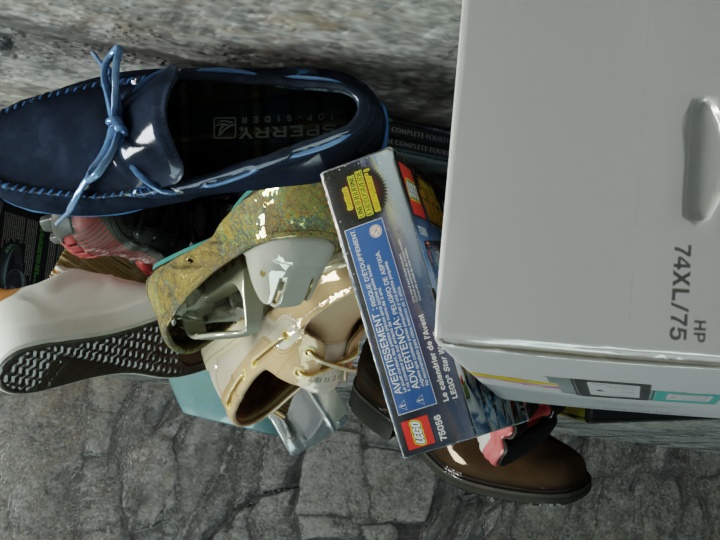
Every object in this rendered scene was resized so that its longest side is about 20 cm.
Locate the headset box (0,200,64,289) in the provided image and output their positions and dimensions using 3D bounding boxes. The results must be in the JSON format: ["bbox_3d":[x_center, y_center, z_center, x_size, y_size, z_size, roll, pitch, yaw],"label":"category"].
[{"bbox_3d":[-0.330,-0.002,1.055,0.173,0.094,0.200,-1,169,30],"label":"headset box"}]

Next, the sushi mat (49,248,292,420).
[{"bbox_3d":[-0.126,0.028,0.941,0.199,0.096,0.012,32,129,-4],"label":"sushi mat"}]

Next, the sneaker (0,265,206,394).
[{"bbox_3d":[-0.160,0.024,0.861,0.198,0.085,0.073,-3,134,-36],"label":"sneaker"}]

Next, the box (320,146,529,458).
[{"bbox_3d":[0.040,0.021,0.669,0.040,0.138,0.200,-18,171,12],"label":"box"}]

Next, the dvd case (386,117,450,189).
[{"bbox_3d":[-0.002,-0.061,0.747,0.198,0.022,0.146,11,169,-23],"label":"dvd case"}]

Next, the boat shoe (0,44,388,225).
[{"bbox_3d":[-0.088,-0.073,0.603,0.198,0.085,0.069,-11,174,2],"label":"boat shoe"}]

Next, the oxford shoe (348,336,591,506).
[{"bbox_3d":[0.072,0.094,0.874,0.199,0.085,0.072,26,-149,32],"label":"oxford shoe"}]

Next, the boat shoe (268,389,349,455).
[{"bbox_3d":[-0.093,0.057,1.008,0.071,0.201,0.070,-38,173,-11],"label":"boat shoe"}]

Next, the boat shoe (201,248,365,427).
[{"bbox_3d":[-0.031,0.045,0.806,0.073,0.070,0.200,-3,158,-36],"label":"boat shoe"}]

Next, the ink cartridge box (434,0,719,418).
[{"bbox_3d":[0.122,-0.021,0.541,0.144,0.148,0.200,3,169,13],"label":"ink cartridge box"}]

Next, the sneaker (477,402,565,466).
[{"bbox_3d":[0.098,0.025,0.781,0.087,0.201,0.073,40,-147,28],"label":"sneaker"}]

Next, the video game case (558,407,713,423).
[{"bbox_3d":[0.175,0.084,0.962,0.199,0.026,0.180,3,-177,-37],"label":"video game case"}]

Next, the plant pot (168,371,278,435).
[{"bbox_3d":[-0.101,0.075,1.167,0.198,0.136,0.200,12,173,2],"label":"plant pot"}]

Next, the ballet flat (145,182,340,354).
[{"bbox_3d":[-0.059,-0.001,0.733,0.070,0.071,0.199,12,152,-35],"label":"ballet flat"}]

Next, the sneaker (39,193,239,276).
[{"bbox_3d":[-0.128,-0.035,0.822,0.097,0.072,0.200,2,172,18],"label":"sneaker"}]

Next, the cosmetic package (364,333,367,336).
[{"bbox_3d":[0.000,0.000,0.943,0.104,0.072,0.200,9,170,-7],"label":"cosmetic package"}]
